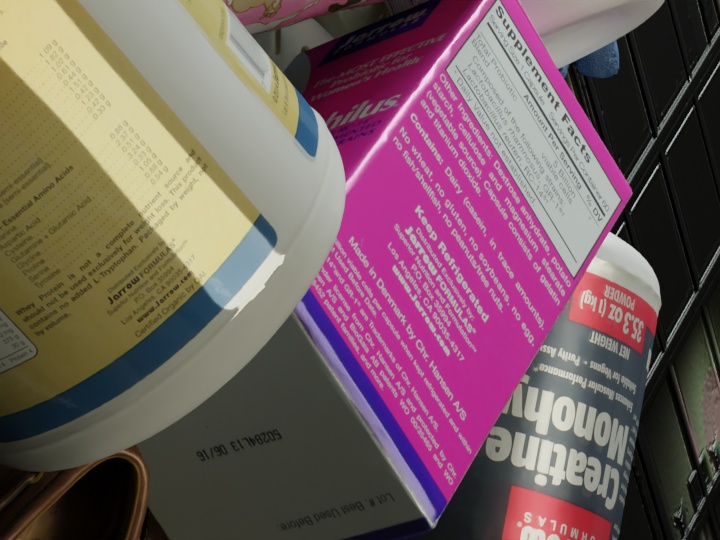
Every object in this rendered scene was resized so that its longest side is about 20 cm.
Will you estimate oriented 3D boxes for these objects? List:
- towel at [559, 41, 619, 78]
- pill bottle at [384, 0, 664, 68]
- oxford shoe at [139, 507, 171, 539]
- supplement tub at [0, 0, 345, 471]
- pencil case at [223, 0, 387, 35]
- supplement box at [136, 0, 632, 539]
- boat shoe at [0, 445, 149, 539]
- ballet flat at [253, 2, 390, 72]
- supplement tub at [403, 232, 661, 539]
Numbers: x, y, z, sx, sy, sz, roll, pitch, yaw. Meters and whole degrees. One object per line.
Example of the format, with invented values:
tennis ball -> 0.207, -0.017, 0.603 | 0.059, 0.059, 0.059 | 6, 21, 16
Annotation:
towel -> 0.064, -0.184, 1.201 | 0.112, 0.048, 0.201 | -110, -173, -65
pill bottle -> 0.034, -0.174, 1.077 | 0.104, 0.104, 0.201 | -11, 76, -59
oxford shoe -> -0.099, 0.093, 0.948 | 0.071, 0.074, 0.201 | 106, -15, -50
supplement tub -> -0.114, -0.055, 0.811 | 0.200, 0.144, 0.145 | 49, 49, -25
pencil case -> -0.040, -0.118, 0.950 | 0.199, 0.083, 0.087 | -18, 125, -25
supplement box -> 0.000, 0.000, 0.956 | 0.104, 0.101, 0.200 | 58, 37, -17
boat shoe -> -0.121, 0.132, 0.850 | 0.072, 0.067, 0.201 | 32, 72, -31
ballet flat -> -0.011, -0.087, 1.114 | 0.065, 0.070, 0.200 | 48, 44, -17
supplement tub -> 0.036, 0.080, 1.118 | 0.140, 0.140, 0.201 | 33, 65, -56
